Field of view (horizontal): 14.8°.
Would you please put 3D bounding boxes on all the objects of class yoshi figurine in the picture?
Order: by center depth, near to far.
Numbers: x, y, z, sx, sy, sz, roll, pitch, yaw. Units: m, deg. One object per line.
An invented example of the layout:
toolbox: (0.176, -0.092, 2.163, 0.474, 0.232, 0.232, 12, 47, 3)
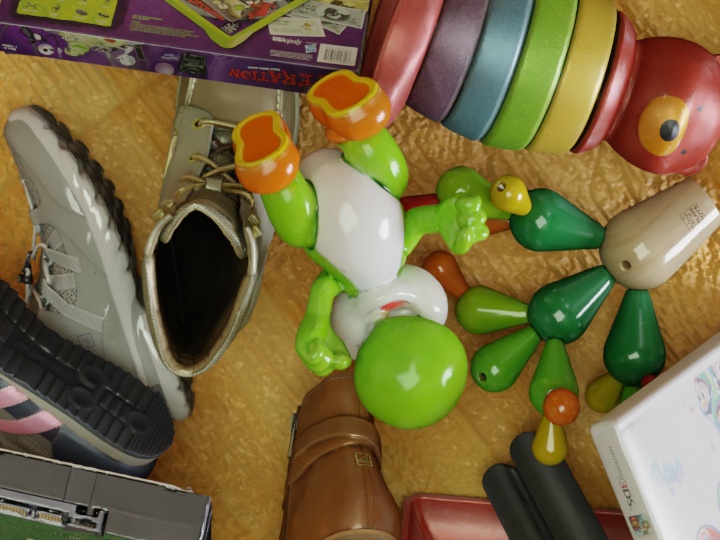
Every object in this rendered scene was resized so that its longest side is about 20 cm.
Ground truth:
yoshi figurine: (0.009, 0.004, 1.467, 0.112, 0.112, 0.200, -3, 126, 31)

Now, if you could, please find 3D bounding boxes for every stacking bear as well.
stacking bear: (0.108, -0.111, 1.527, 0.199, 0.114, 0.122, 18, 106, -7)

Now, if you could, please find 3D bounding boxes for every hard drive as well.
hard drive: (-0.151, 0.147, 1.533, 0.139, 0.200, 0.038, 12, 72, 2)

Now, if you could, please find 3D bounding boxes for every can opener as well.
can opener: (0.132, 0.174, 1.541, 0.067, 0.200, 0.053, 24, 116, -35)

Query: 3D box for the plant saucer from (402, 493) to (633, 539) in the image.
plant saucer: (0.117, 0.213, 1.547, 0.199, 0.200, 0.037, 4, 130, 2)

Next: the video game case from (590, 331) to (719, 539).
video game case: (0.216, 0.130, 1.524, 0.024, 0.200, 0.183, -16, 99, 42)

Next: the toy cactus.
toy cactus: (0.127, 0.007, 1.552, 0.165, 0.102, 0.200, -37, 86, -3)

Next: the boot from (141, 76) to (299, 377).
boot: (-0.078, -0.049, 1.520, 0.072, 0.155, 0.201, 8, 98, 1)

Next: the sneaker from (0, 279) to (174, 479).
sneaker: (-0.203, 0.062, 1.542, 0.200, 0.070, 0.082, 38, 129, 2)

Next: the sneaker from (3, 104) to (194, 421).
sneaker: (-0.165, 0.005, 1.571, 0.082, 0.075, 0.201, -21, 97, 4)

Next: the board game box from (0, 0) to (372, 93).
board game box: (-0.092, -0.156, 1.532, 0.199, 0.032, 0.120, 8, 53, 2)

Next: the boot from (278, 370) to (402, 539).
boot: (-0.026, 0.159, 1.580, 0.073, 0.200, 0.155, 8, 61, -24)
